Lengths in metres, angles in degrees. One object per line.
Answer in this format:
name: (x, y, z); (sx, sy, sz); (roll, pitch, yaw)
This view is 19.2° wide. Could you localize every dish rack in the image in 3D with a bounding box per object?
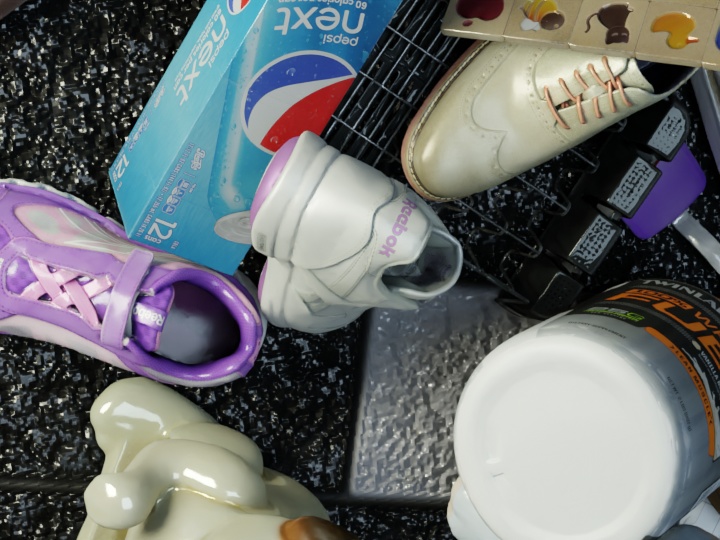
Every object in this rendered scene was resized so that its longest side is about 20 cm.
dish rack: (0.067, -0.076, 1.135); (0.200, 0.055, 0.154); (33, 94, -17)

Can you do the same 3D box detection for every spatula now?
spatula: (0.206, -0.002, 1.210); (0.057, 0.021, 0.200); (-41, 100, -4)

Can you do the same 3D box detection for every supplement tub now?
supplement tub: (0.139, 0.072, 1.108); (0.122, 0.200, 0.123); (5, 102, 25)

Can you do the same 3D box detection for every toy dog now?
toy dog: (-0.065, 0.163, 1.060); (0.194, 0.200, 0.140); (29, 90, -20)

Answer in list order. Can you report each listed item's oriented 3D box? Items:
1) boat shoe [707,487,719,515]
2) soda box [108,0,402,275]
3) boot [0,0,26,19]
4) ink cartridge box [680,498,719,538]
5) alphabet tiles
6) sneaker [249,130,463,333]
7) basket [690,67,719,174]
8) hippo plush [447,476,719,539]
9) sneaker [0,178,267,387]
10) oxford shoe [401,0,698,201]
boat shoe: (0.274, 0.145, 1.206); (0.200, 0.065, 0.071); (37, 102, 17)
soda box: (-0.048, -0.100, 1.052); (0.064, 0.068, 0.200); (20, 116, -27)
boot: (-0.129, -0.157, 1.064); (0.200, 0.064, 0.187); (-32, 114, -5)
ink cartridge box: (0.202, 0.213, 1.250); (0.200, 0.050, 0.161); (25, 91, -2)
alphabet tiles: (0.158, -0.171, 1.065); (0.008, 0.200, 0.167); (71, 35, -55)
sneaker: (0.000, 0.000, 1.058); (0.099, 0.200, 0.075); (25, 79, 9)
basket: (0.261, -0.127, 1.153); (0.135, 0.123, 0.200); (-21, 101, -14)
hippo plush: (0.116, 0.209, 1.154); (0.159, 0.200, 0.161); (8, 116, -38)
sneaker: (-0.131, 0.011, 1.073); (0.200, 0.088, 0.081); (18, 94, -19)
oxford shoe: (0.109, -0.100, 1.071); (0.200, 0.074, 0.071); (-37, 110, -1)
